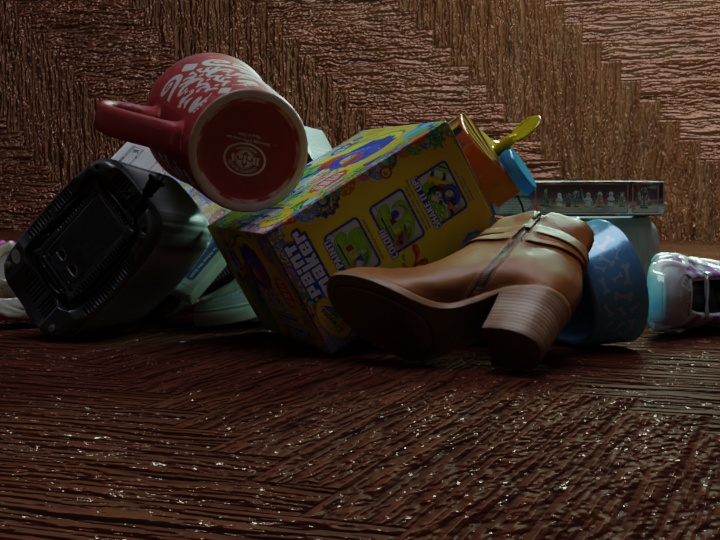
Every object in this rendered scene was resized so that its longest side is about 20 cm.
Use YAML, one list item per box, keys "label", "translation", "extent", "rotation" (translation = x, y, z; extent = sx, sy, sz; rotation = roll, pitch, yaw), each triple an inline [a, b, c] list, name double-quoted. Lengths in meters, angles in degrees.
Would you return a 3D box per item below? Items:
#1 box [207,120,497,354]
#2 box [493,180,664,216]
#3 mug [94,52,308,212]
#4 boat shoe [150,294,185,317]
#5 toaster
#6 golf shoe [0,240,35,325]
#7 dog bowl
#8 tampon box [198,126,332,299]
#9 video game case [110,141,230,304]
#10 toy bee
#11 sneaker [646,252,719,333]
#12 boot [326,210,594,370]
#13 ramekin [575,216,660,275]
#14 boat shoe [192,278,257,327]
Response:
- label: "box"
  translation: [-0.010, -0.034, 1.098]
  extent: [0.192, 0.123, 0.200]
  rotation: [-33, 15, -17]
- label: "box"
  translation: [0.235, -0.082, 1.357]
  extent: [0.198, 0.040, 0.137]
  rotation: [1, 3, 7]
- label: "mug"
  translation: [-0.143, -0.117, 1.117]
  extent: [0.176, 0.134, 0.200]
  rotation: [-24, 21, -11]
- label: "boat shoe"
  translation: [-0.227, -0.048, 1.304]
  extent: [0.066, 0.202, 0.057]
  rotation: [-22, -27, 20]
- label: "toaster"
  translation: [-0.230, -0.025, 1.142]
  extent: [0.200, 0.114, 0.129]
  rotation: [-46, -16, 15]
- label: "golf shoe"
  translation: [-0.301, 0.007, 1.266]
  extent: [0.075, 0.093, 0.199]
  rotation: [2, 3, 43]
- label: "dog bowl"
  translation: [0.181, 0.012, 1.089]
  extent: [0.049, 0.113, 0.200]
  rotation: [-16, 10, -22]
- label: "tampon box"
  translation: [-0.110, -0.060, 1.394]
  extent: [0.199, 0.127, 0.150]
  rotation: [-32, -3, 12]
- label: "video game case"
  translation: [-0.211, -0.057, 1.263]
  extent: [0.199, 0.018, 0.143]
  rotation: [25, 60, 26]
- label: "toy bee"
  translation: [0.121, -0.095, 1.177]
  extent: [0.130, 0.201, 0.109]
  rotation: [-21, 48, 1]
- label: "sneaker"
  translation: [0.359, 0.020, 1.141]
  extent: [0.139, 0.079, 0.199]
  rotation: [2, 5, 32]
- label: "boot"
  translation: [0.086, 0.003, 0.986]
  extent: [0.198, 0.074, 0.155]
  rotation: [14, 45, 21]
- label: "ramekin"
  translation: [0.253, -0.011, 1.390]
  extent: [0.198, 0.106, 0.200]
  rotation: [-1, 4, 0]
- label: "boat shoe"
  translation: [-0.092, -0.002, 1.245]
  extent: [0.200, 0.072, 0.070]
  rotation: [-24, 13, -30]
